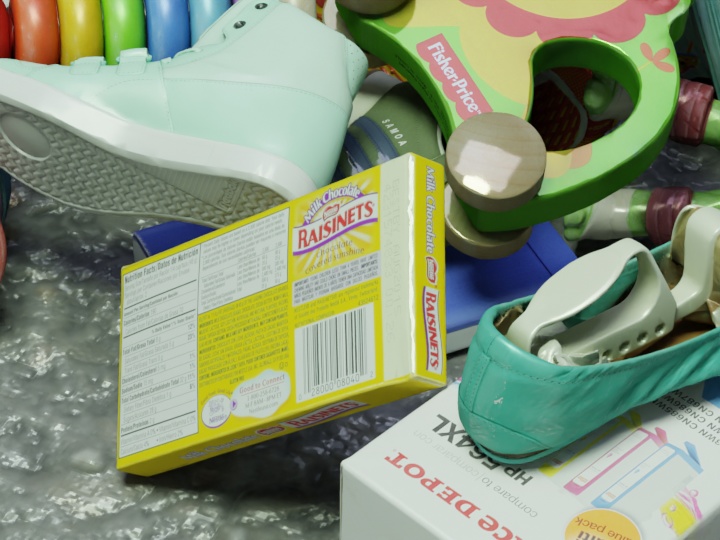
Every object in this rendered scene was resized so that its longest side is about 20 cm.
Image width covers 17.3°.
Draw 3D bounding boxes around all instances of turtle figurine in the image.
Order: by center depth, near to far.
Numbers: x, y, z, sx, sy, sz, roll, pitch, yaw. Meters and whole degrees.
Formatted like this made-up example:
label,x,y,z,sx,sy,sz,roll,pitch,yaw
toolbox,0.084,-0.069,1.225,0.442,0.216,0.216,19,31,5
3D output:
label,x,y,z,sx,sy,sz,roll,pitch,yaw
turtle figurine,0.199,-0.043,1.170,0.194,0.144,0.200,11,38,14

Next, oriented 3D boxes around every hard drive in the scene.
label,x,y,z,sx,sy,sz,roll,pitch,yaw
hard drive,0.000,0.000,1.208,0.200,0.025,0.132,-16,44,-18

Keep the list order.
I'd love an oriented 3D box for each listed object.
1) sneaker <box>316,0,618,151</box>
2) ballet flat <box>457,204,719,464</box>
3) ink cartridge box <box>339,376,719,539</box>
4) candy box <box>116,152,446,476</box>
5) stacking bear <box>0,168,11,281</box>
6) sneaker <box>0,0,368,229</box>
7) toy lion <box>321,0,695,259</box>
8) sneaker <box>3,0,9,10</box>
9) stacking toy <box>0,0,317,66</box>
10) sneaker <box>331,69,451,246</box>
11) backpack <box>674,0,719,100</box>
label,x,y,z,sx,sy,sz,roll,pitch,yaw
sneaker,0.056,-0.115,1.324,0.200,0.073,0.077,32,28,26
ballet flat,0.127,0.014,0.968,0.200,0.071,0.067,-24,46,-27
ink cartridge box,0.086,0.119,0.996,0.128,0.125,0.200,33,50,32
candy box,-0.040,0.024,1.059,0.026,0.200,0.102,20,62,-39
stacking bear,-0.238,-0.060,1.221,0.113,0.122,0.200,-7,34,-4
sneaker,-0.094,-0.088,1.141,0.200,0.074,0.118,15,56,17
toy lion,0.091,-0.127,1.163,0.191,0.069,0.200,-24,64,-14
sneaker,-0.110,-0.095,1.246,0.200,0.072,0.083,16,27,-6
stacking toy,-0.126,-0.123,1.188,0.200,0.085,0.085,-3,41,-14
sneaker,0.011,-0.034,1.174,0.090,0.067,0.200,13,39,21
backpack,0.225,-0.172,1.298,0.153,0.176,0.200,-10,40,15
